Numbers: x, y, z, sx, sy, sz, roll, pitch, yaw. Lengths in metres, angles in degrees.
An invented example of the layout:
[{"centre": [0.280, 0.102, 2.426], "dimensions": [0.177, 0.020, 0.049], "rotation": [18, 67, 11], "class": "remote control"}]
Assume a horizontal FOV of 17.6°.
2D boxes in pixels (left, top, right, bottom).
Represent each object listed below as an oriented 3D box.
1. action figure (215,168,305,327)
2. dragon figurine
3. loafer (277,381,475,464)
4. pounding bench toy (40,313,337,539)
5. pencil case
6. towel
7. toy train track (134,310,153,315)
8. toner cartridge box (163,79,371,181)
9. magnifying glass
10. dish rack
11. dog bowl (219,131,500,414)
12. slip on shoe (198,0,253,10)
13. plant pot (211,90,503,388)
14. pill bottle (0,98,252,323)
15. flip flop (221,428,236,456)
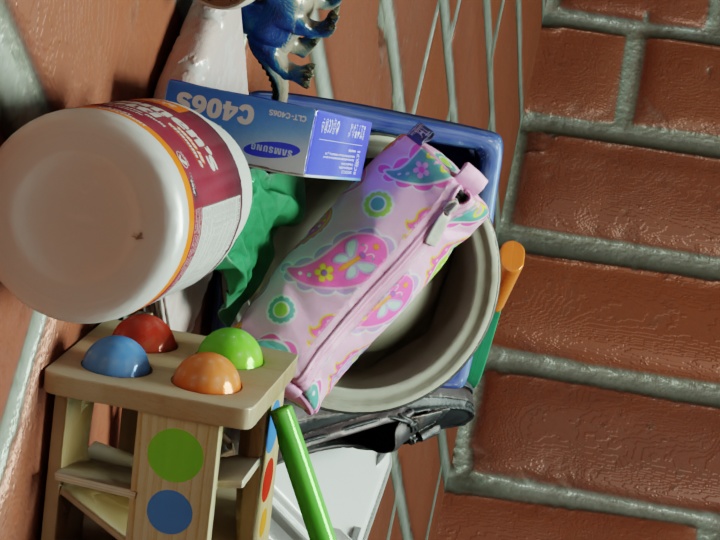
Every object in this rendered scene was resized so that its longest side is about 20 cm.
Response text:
[{"centre": [-0.081, -0.028, 1.486], "dimensions": [0.200, 0.055, 0.118], "rotation": [61, 50, -83], "class": "action figure"}, {"centre": [-0.072, -0.172, 1.593], "dimensions": [0.200, 0.099, 0.059], "rotation": [120, -13, -54], "class": "dragon figurine"}, {"centre": [0.002, 0.119, 1.761], "dimensions": [0.072, 0.200, 0.063], "rotation": [-52, -134, 47], "class": "loafer"}, {"centre": [-0.081, 0.118, 1.384], "dimensions": [0.124, 0.200, 0.156], "rotation": [-50, 149, -73], "class": "pounding bench toy"}, {"centre": [0.000, 0.000, 1.564], "dimensions": [0.200, 0.087, 0.087], "rotation": [-48, 166, -6], "class": "pencil case"}, {"centre": [-0.114, -0.064, 1.529], "dimensions": [0.191, 0.032, 0.200], "rotation": [89, 14, -54], "class": "towel"}, {"centre": [-0.148, 0.120, 1.523], "dimensions": [0.115, 0.033, 0.200], "rotation": [-51, 144, -59], "class": "toy train track"}, {"centre": [-0.057, -0.086, 1.462], "dimensions": [0.200, 0.095, 0.043], "rotation": [-7, 108, -80], "class": "toner cartridge box"}, {"centre": [0.096, 0.029, 1.773], "dimensions": [0.200, 0.022, 0.080], "rotation": [113, -13, -64], "class": "magnifying glass"}, {"centre": [-0.043, 0.143, 1.819], "dimensions": [0.044, 0.172, 0.200], "rotation": [-36, -164, 28], "class": "dish rack"}, {"centre": [-0.004, -0.002, 1.653], "dimensions": [0.074, 0.200, 0.200], "rotation": [-137, -126, -77], "class": "dog bowl"}, {"centre": [-0.072, -0.265, 1.465], "dimensions": [0.061, 0.076, 0.200], "rotation": [-20, 112, -73], "class": "slip on shoe"}, {"centre": [0.001, -0.033, 1.791], "dimensions": [0.180, 0.200, 0.200], "rotation": [-67, 166, -81], "class": "plant pot"}, {"centre": [-0.123, -0.037, 1.244], "dimensions": [0.200, 0.110, 0.110], "rotation": [-34, 132, -78], "class": "pill bottle"}, {"centre": [-0.117, 0.167, 1.660], "dimensions": [0.081, 0.058, 0.200], "rotation": [84, 19, -51], "class": "flip flop"}]
